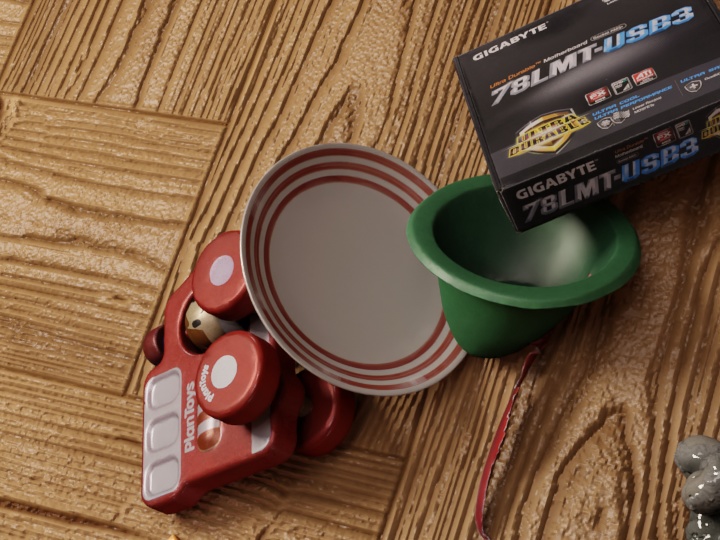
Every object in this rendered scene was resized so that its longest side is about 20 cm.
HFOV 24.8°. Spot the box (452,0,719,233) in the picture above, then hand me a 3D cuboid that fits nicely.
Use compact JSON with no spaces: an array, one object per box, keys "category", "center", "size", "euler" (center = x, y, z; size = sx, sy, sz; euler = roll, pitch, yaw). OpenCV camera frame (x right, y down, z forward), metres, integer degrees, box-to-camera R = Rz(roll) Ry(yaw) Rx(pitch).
[{"category":"box","center":[0.180,-0.135,1.215],"size":[0.200,0.050,0.199],"euler":[-22,38,9]}]

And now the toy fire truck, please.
[{"category":"toy fire truck","center":[-0.104,0.070,1.241],"size":[0.168,0.112,0.200],"euler":[-24,56,31]}]

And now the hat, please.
[{"category":"hat","center":[0.104,0.049,1.214],"size":[0.166,0.176,0.200],"euler":[30,41,32]}]

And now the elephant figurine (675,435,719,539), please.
[{"category":"elephant figurine","center":[0.225,0.219,1.027],"size":[0.141,0.155,0.200],"euler":[27,87,-14]}]

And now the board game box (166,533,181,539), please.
[{"category":"board game box","center":[-0.102,0.331,1.050],"size":[0.200,0.200,0.200],"euler":[-42,58,-2]}]

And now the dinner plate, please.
[{"category":"dinner plate","center":[0.000,0.000,1.209],"size":[0.024,0.200,0.201],"euler":[-38,44,53]}]
